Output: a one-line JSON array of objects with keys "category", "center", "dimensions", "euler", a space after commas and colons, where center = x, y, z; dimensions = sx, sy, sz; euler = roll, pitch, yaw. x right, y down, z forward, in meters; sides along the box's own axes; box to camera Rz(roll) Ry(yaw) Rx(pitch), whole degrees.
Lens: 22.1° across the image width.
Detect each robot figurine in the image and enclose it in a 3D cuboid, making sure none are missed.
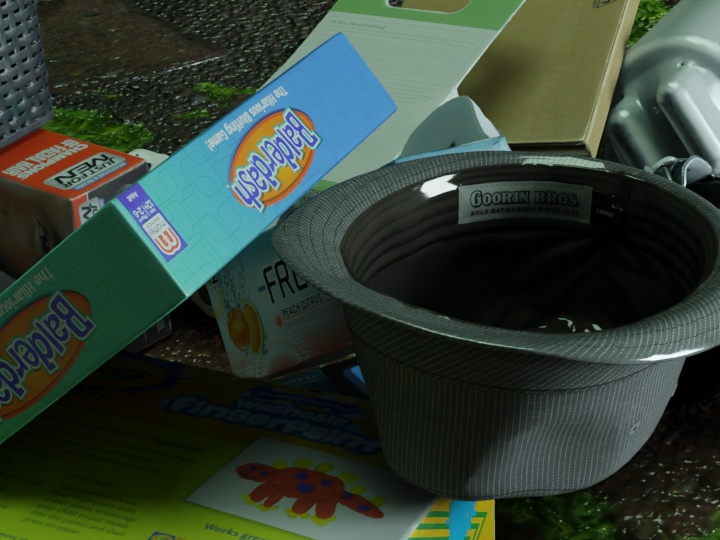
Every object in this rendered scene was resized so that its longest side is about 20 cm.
[{"category": "robot figurine", "center": [0.228, -0.117, 1.185], "dimensions": [0.169, 0.114, 0.200], "euler": [-25, 11, 39]}]

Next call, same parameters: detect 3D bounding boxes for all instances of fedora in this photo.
[{"category": "fedora", "center": [0.058, 0.026, 0.694], "dimensions": [0.175, 0.091, 0.200], "euler": [16, 26, 23]}]

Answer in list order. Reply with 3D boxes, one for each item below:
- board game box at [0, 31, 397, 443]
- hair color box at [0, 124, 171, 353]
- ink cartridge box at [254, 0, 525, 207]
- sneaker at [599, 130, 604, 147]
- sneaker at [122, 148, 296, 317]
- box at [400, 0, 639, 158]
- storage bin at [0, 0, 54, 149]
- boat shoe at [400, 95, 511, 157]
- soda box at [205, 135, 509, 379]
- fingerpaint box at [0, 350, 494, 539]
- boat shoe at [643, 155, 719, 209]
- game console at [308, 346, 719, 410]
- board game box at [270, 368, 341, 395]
[{"category": "board game box", "center": [-0.083, -0.009, 0.729], "dimensions": [0.152, 0.045, 0.200], "euler": [-36, 5, 33]}, {"category": "hair color box", "center": [-0.205, -0.025, 1.073], "dimensions": [0.199, 0.112, 0.064], "euler": [16, 34, 36]}, {"category": "ink cartridge box", "center": [0.009, -0.104, 1.119], "dimensions": [0.145, 0.048, 0.200], "euler": [13, 50, 40]}, {"category": "sneaker", "center": [0.066, -0.104, 1.244], "dimensions": [0.199, 0.074, 0.115], "euler": [25, 35, 31]}, {"category": "sneaker", "center": [-0.104, -0.026, 1.057], "dimensions": [0.199, 0.080, 0.074], "euler": [10, 63, 50]}, {"category": "box", "center": [0.089, -0.141, 1.171], "dimensions": [0.162, 0.021, 0.201], "euler": [-1, 47, 26]}, {"category": "storage bin", "center": [-0.279, -0.103, 1.013], "dimensions": [0.134, 0.095, 0.200], "euler": [12, 32, 30]}, {"category": "boat shoe", "center": [0.071, -0.017, 0.965], "dimensions": [0.074, 0.086, 0.202], "euler": [-41, 21, 12]}, {"category": "soda box", "center": [0.000, 0.000, 0.866], "dimensions": [0.063, 0.069, 0.199], "euler": [-15, -5, -33]}, {"category": "fingerpaint box", "center": [-0.067, 0.109, 0.714], "dimensions": [0.198, 0.074, 0.167], "euler": [10, 27, 23]}, {"category": "boat shoe", "center": [0.185, -0.035, 1.076], "dimensions": [0.198, 0.068, 0.072], "euler": [10, 30, 32]}, {"category": "game console", "center": [0.082, 0.026, 0.929], "dimensions": [0.198, 0.177, 0.117], "euler": [-15, 56, -20]}, {"category": "board game box", "center": [-0.050, 0.123, 0.824], "dimensions": [0.150, 0.047, 0.200], "euler": [-14, 28, -18]}]
